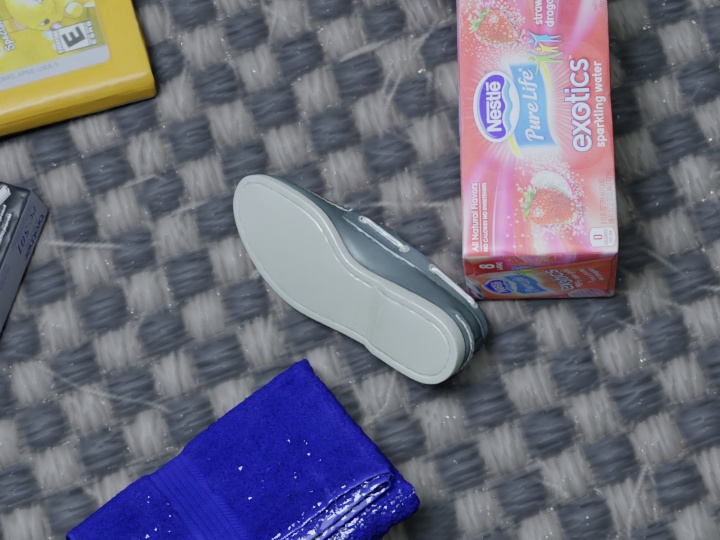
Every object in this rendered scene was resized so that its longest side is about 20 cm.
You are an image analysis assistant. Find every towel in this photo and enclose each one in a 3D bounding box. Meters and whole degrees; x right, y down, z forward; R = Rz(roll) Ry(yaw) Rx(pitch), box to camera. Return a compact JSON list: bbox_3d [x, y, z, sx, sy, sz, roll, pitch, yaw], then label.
[{"bbox_3d":[-0.078,0.153,1.171,0.200,0.050,0.148,-36,51,-10],"label":"towel"}]

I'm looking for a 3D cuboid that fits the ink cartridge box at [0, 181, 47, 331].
[{"bbox_3d":[-0.290,0.031,1.257,0.093,0.044,0.201,16,75,12],"label":"ink cartridge box"}]

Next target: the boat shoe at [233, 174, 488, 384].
[{"bbox_3d":[0.000,0.000,1.243,0.200,0.073,0.062,37,36,22],"label":"boat shoe"}]

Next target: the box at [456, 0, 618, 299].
[{"bbox_3d":[0.114,-0.089,1.231,0.102,0.095,0.201,-1,72,6],"label":"box"}]

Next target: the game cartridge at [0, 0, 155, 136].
[{"bbox_3d":[-0.260,-0.179,1.317,0.199,0.032,0.177,-15,71,-8],"label":"game cartridge"}]
